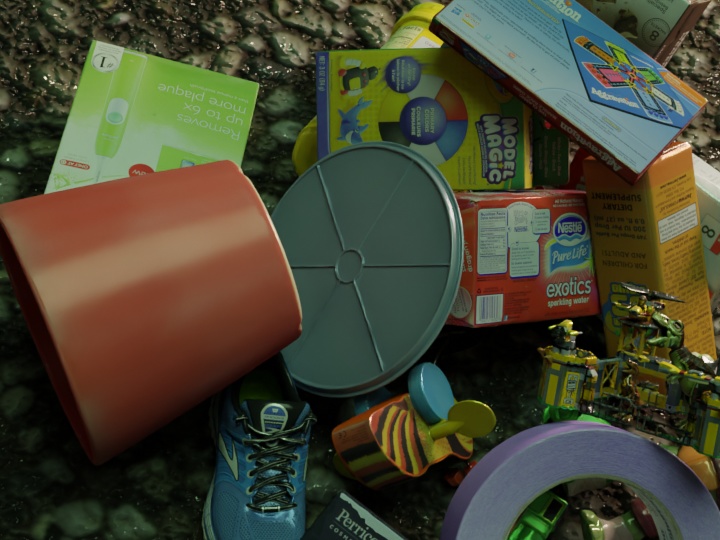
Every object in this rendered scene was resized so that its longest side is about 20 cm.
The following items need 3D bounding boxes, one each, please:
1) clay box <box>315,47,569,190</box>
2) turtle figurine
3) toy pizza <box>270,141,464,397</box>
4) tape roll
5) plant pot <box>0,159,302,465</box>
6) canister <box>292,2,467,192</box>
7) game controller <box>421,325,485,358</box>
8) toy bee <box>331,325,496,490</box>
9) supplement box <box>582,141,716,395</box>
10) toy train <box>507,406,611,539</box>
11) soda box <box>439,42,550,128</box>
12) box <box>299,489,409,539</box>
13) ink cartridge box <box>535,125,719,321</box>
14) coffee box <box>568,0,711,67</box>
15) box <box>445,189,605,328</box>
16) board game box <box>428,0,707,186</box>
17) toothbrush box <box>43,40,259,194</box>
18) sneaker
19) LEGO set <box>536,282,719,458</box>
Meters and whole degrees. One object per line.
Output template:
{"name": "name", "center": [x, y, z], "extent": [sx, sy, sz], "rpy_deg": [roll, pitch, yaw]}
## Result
{"name": "clay box", "center": [0.065, -0.121, 1.635], "extent": [0.199, 0.115, 0.048], "rpy_deg": [-1, 3, 17]}
{"name": "turtle figurine", "center": [0.252, 0.137, 1.549], "extent": [0.193, 0.200, 0.144], "rpy_deg": [-18, 88, -3]}
{"name": "toy pizza", "center": [0.000, 0.000, 1.556], "extent": [0.032, 0.200, 0.200], "rpy_deg": [23, 34, -50]}
{"name": "tape roll", "center": [0.157, 0.209, 1.451], "extent": [0.199, 0.066, 0.201], "rpy_deg": [0, 92, -7]}
{"name": "plant pot", "center": [-0.149, 0.016, 1.479], "extent": [0.177, 0.201, 0.201], "rpy_deg": [-23, 59, -13]}
{"name": "canister", "center": [0.050, -0.126, 1.768], "extent": [0.148, 0.087, 0.200], "rpy_deg": [33, 50, 9]}
{"name": "game controller", "center": [0.003, 0.031, 1.647], "extent": [0.199, 0.042, 0.104], "rpy_deg": [-9, 54, -23]}
{"name": "toy bee", "center": [0.055, 0.121, 1.541], "extent": [0.200, 0.131, 0.109], "rpy_deg": [-36, 101, -40]}
{"name": "supplement box", "center": [0.230, 0.001, 1.623], "extent": [0.066, 0.201, 0.069], "rpy_deg": [5, 23, 43]}
{"name": "toy train", "center": [0.118, 0.181, 1.514], "extent": [0.056, 0.042, 0.200], "rpy_deg": [34, 75, 3]}
{"name": "soda box", "center": [0.155, -0.163, 1.735], "extent": [0.200, 0.068, 0.064], "rpy_deg": [-9, 62, -29]}
{"name": "box", "center": [-0.014, 0.270, 1.345], "extent": [0.148, 0.104, 0.200], "rpy_deg": [35, 77, 13]}
{"name": "ink cartridge box", "center": [0.218, -0.040, 1.693], "extent": [0.200, 0.162, 0.050], "rpy_deg": [35, 37, 13]}
{"name": "coffee box", "center": [0.167, -0.230, 1.657], "extent": [0.200, 0.113, 0.080], "rpy_deg": [39, 22, 11]}
{"name": "box", "center": [0.120, -0.013, 1.623], "extent": [0.095, 0.100, 0.200], "rpy_deg": [5, 7, 44]}
{"name": "board game box", "center": [0.160, -0.158, 1.579], "extent": [0.200, 0.019, 0.103], "rpy_deg": [39, 58, 11]}
{"name": "toothbrush box", "center": [-0.173, -0.075, 1.653], "extent": [0.145, 0.086, 0.200], "rpy_deg": [15, 49, -5]}
{"name": "sneaker", "center": [-0.074, 0.139, 1.498], "extent": [0.078, 0.089, 0.200], "rpy_deg": [2, 50, -15]}
{"name": "LEGO set", "center": [0.230, 0.053, 1.459], "extent": [0.154, 0.116, 0.200], "rpy_deg": [0, 12, -44]}
